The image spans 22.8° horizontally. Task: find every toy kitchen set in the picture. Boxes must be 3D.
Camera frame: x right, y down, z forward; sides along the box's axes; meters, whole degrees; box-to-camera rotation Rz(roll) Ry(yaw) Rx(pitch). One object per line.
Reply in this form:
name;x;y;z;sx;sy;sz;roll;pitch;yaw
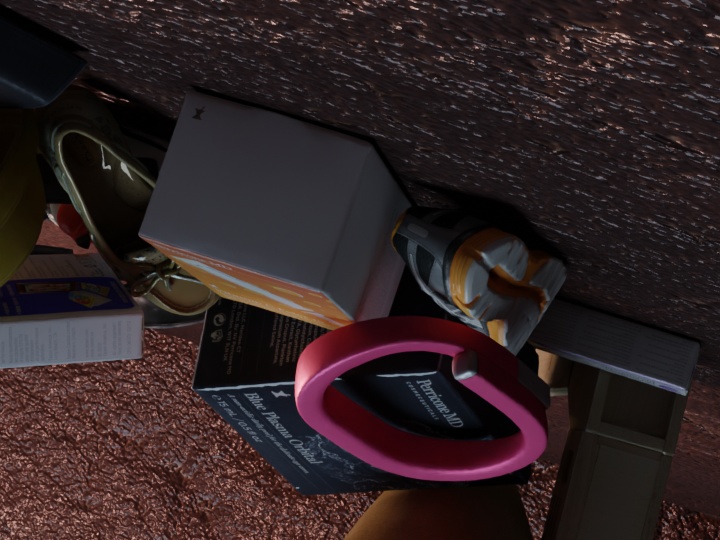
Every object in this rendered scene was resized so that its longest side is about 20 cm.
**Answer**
toy kitchen set;0.154;0.140;1.507;0.162;0.182;0.200;16;173;-8

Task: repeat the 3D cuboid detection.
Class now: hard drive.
hard drive;-0.276;-0.143;1.120;0.135;0.043;0.199;26;170;-41

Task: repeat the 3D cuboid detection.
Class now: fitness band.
fitness band;0.044;0.091;1.205;0.143;0.038;0.200;-19;143;28

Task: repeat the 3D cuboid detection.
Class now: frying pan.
frying pan;-0.115;0.009;1.537;0.189;0.031;0.115;-20;-159;-25

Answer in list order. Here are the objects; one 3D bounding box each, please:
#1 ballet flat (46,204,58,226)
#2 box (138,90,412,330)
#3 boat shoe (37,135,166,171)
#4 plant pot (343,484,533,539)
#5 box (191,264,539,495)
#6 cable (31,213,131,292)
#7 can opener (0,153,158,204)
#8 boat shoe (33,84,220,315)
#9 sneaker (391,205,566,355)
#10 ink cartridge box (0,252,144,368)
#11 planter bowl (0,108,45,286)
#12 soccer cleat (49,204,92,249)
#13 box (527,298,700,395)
ballet flat;-0.199;-0.048;1.534;0.199;0.075;0.074;13;171;26
box;-0.046;-0.029;1.157;0.124;0.098;0.200;17;172;14
boat shoe;-0.185;-0.066;1.347;0.199;0.069;0.072;25;170;-38
plant pot;0.067;0.234;1.432;0.185;0.187;0.200;18;-147;4
box;0.009;0.076;1.344;0.199;0.118;0.197;-6;148;24
cable;-0.248;-0.024;1.617;0.199;0.051;0.163;0;-151;-19
can opener;-0.162;-0.052;1.279;0.199;0.067;0.053;6;172;-13
boat shoe;-0.158;-0.035;1.228;0.200;0.073;0.063;52;-176;-32
sneaker;0.081;0.002;1.201;0.077;0.079;0.200;29;173;24
ink cartridge box;-0.269;0.027;1.285;0.199;0.044;0.198;-1;-167;-17
planter bowl;-0.270;-0.036;1.184;0.200;0.201;0.083;11;151;48
soccer cleat;-0.163;-0.051;1.451;0.199;0.069;0.085;6;-142;-37
box;0.166;0.048;1.406;0.199;0.042;0.039;16;172;14
